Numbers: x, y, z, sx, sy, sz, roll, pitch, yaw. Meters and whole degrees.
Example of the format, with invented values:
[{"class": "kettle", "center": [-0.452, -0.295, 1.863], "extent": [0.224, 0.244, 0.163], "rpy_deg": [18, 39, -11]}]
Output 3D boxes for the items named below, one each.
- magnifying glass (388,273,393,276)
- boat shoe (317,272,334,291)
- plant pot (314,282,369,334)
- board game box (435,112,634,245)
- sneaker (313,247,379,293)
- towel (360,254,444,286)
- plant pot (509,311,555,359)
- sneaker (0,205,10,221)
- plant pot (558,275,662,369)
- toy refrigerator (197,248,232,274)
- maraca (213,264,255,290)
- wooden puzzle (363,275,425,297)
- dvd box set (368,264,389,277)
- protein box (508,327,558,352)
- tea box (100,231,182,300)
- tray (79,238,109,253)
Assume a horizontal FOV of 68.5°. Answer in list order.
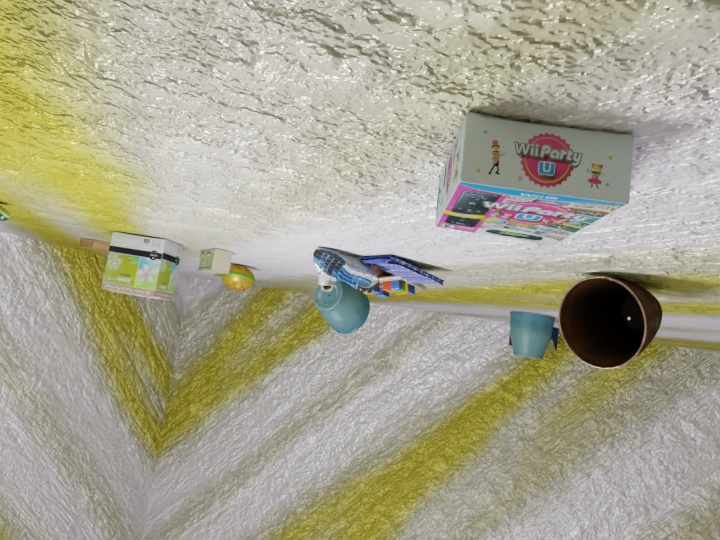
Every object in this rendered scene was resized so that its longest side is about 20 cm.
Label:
[{"class": "magnifying glass", "center": [0.121, 0.005, 1.548], "extent": [0.078, 0.023, 0.200], "rpy_deg": [11, 171, -11]}, {"class": "boat shoe", "center": [-0.126, 0.042, 1.976], "extent": [0.069, 0.072, 0.200], "rpy_deg": [8, 173, 2]}, {"class": "plant pot", "center": [-0.089, 0.131, 2.170], "extent": [0.196, 0.204, 0.188], "rpy_deg": [5, 157, 32]}, {"class": "board game box", "center": [0.159, -0.083, 0.539], "extent": [0.144, 0.066, 0.200], "rpy_deg": [8, 173, 3]}, {"class": "sneaker", "center": [-0.041, -0.012, 1.423], "extent": [0.197, 0.075, 0.087], "rpy_deg": [28, -152, -20]}, {"class": "towel", "center": [0.109, 0.004, 1.407], "extent": [0.197, 0.024, 0.144], "rpy_deg": [23, 168, -31]}, {"class": "plant pot", "center": [0.757, 0.292, 2.356], "extent": [0.195, 0.193, 0.200], "rpy_deg": [9, 173, 1]}, {"class": "sneaker", "center": [-1.103, -0.165, 1.509], "extent": [0.195, 0.086, 0.077], "rpy_deg": [10, 174, -6]}, {"class": "plant pot", "center": [0.564, 0.099, 1.142], "extent": [0.197, 0.192, 0.185], "rpy_deg": [-5, -177, -38]}, {"class": "toy refrigerator", "center": [-0.523, -0.031, 1.881], "extent": [0.069, 0.078, 0.199], "rpy_deg": [12, 173, -29]}, {"class": "maraca", "center": [-0.544, 0.025, 2.259], "extent": [0.197, 0.109, 0.136], "rpy_deg": [16, 161, -26]}, {"class": "wooden puzzle", "center": [0.084, 0.053, 1.629], "extent": [0.196, 0.047, 0.184], "rpy_deg": [-2, 170, 26]}, {"class": "dvd box set", "center": [0.000, 0.000, 1.613], "extent": [0.143, 0.030, 0.200], "rpy_deg": [7, 172, 21]}, {"class": "protein box", "center": [0.981, 0.376, 2.996], "extent": [0.196, 0.138, 0.198], "rpy_deg": [14, 171, -42]}, {"class": "tea box", "center": [-0.745, -0.013, 1.810], "extent": [0.195, 0.202, 0.134], "rpy_deg": [7, 174, 8]}, {"class": "tray", "center": [-1.104, -0.098, 2.309], "extent": [0.097, 0.038, 0.199], "rpy_deg": [6, 173, 31]}]
